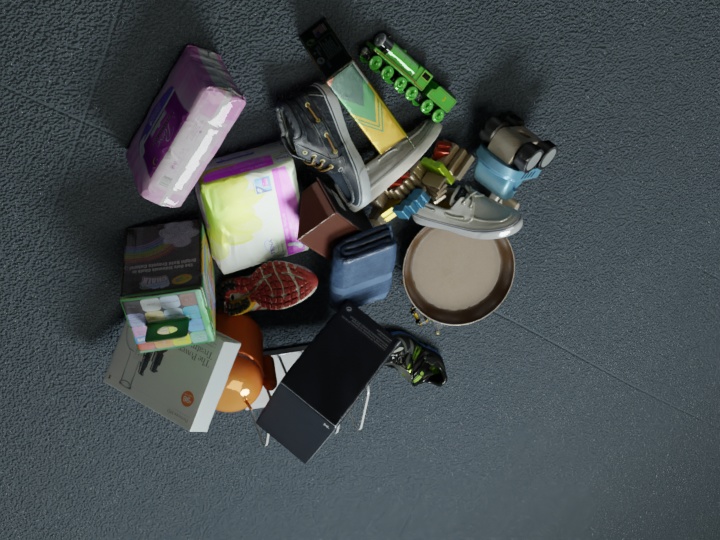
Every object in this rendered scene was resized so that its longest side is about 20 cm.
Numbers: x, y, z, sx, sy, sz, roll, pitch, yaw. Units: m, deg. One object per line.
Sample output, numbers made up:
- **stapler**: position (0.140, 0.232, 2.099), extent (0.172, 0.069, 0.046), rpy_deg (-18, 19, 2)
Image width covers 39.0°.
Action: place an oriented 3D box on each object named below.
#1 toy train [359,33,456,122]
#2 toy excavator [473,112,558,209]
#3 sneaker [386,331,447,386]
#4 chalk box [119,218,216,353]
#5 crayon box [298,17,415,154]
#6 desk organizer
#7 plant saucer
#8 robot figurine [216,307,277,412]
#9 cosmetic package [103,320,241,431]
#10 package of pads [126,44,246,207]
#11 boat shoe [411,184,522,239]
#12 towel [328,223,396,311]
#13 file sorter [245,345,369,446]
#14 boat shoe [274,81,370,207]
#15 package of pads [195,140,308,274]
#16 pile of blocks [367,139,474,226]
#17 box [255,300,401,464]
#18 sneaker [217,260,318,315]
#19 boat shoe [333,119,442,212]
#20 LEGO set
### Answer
- **toy train**: position (0.075, -0.293, 1.547), extent (0.056, 0.042, 0.200), rpy_deg (-50, 133, 8)
- **toy excavator**: position (0.240, -0.154, 1.708), extent (0.194, 0.100, 0.200), rpy_deg (-15, 142, -56)
- **sneaker**: position (0.099, 0.176, 1.960), extent (0.199, 0.083, 0.071), rpy_deg (24, 116, -40)
- **chalk box**: position (-0.288, 0.039, 1.536), extent (0.124, 0.201, 0.124), rpy_deg (-7, 136, -1)
- **crayon box**: position (-0.003, -0.256, 1.477), extent (0.051, 0.127, 0.200), rpy_deg (-35, 135, 8)
- **desk organizer**: position (-0.043, -0.069, 1.628), extent (0.077, 0.072, 0.200), rpy_deg (-34, 155, 11)
- **plant saucer**: position (0.169, -0.004, 1.772), extent (0.199, 0.032, 0.201), rpy_deg (-2, 105, -8)
- **robot figurine**: position (-0.219, 0.151, 1.686), extent (0.116, 0.200, 0.144), rpy_deg (-24, 128, 13)
- **cosmetic package**: position (-0.301, 0.146, 1.612), extent (0.052, 0.199, 0.152), rpy_deg (13, 98, -60)
- **package of pads**: position (-0.244, -0.198, 1.412), extent (0.075, 0.121, 0.200), rpy_deg (17, 120, -37)
- **boat shoe**: position (0.171, -0.106, 1.683), extent (0.071, 0.199, 0.070), rpy_deg (-54, 144, -34)
- **towel**: position (0.000, 0.000, 1.666), extent (0.111, 0.049, 0.200), rpy_deg (-19, 156, -13)
- **file sorter**: position (-0.099, 0.230, 1.880), extent (0.199, 0.125, 0.139), rpy_deg (-7, 132, -21)
- **boat shoe**: position (-0.058, -0.174, 1.519), extent (0.091, 0.071, 0.201), rpy_deg (-30, 109, -23)
- **package of pads**: position (-0.170, -0.094, 1.579), extent (0.154, 0.068, 0.201), rpy_deg (-16, 136, -8)
- **pile of blocks**: position (0.089, -0.144, 1.661), extent (0.200, 0.082, 0.062), rpy_deg (-38, 131, 9)
- **box**: position (-0.058, 0.188, 1.706), extent (0.199, 0.123, 0.200), rpy_deg (-51, 177, -33)
- **sneaker**: position (-0.143, 0.024, 1.661), extent (0.199, 0.078, 0.082), rpy_deg (-9, -179, 41)
- **boat shoe**: position (0.042, -0.181, 1.613), extent (0.200, 0.072, 0.069), rpy_deg (-42, 101, 0)
- **LEGO set**: position (0.167, 0.016, 1.856), extent (0.200, 0.116, 0.154), rpy_deg (-36, 107, 3)
